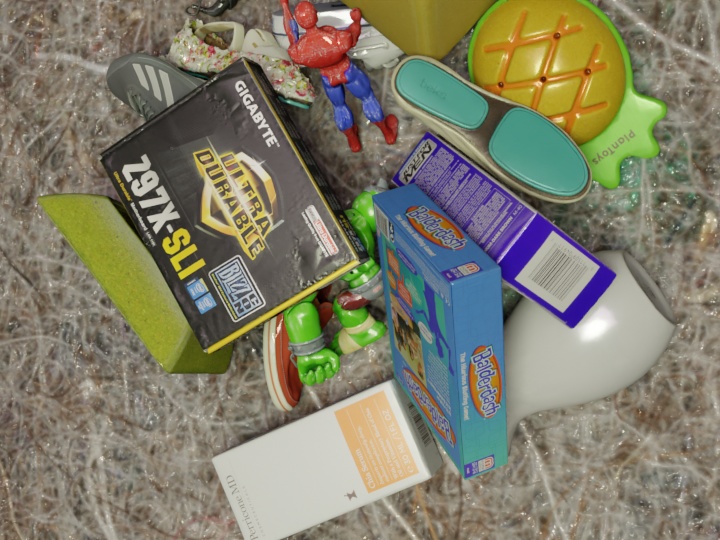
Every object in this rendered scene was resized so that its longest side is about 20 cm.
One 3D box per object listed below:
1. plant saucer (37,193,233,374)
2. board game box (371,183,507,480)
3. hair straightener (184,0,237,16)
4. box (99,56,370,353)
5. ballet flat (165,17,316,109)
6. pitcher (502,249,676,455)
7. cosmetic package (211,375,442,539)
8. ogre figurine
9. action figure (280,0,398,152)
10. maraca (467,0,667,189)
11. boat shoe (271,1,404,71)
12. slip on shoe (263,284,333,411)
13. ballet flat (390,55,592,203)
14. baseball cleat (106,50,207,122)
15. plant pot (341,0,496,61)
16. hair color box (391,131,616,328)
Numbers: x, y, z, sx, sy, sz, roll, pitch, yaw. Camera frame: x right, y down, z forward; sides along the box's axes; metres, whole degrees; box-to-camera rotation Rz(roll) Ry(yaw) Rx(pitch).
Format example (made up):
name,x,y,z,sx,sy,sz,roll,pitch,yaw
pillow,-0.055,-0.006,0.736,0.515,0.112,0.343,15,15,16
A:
name,x,y,z,sx,sy,sz,roll,pitch,yaw
plant saucer,-0.197,0.007,0.898,0.048,0.200,0.200,-39,81,1
board game box,0.066,0.049,0.777,0.045,0.152,0.201,-17,125,-15
hair straightener,-0.108,-0.328,0.934,0.200,0.077,0.041,-39,77,12
box,-0.109,-0.054,0.801,0.159,0.049,0.201,-30,85,14
ballet flat,-0.119,-0.209,0.912,0.200,0.076,0.064,22,101,35
pitcher,0.166,0.050,0.851,0.200,0.121,0.172,-37,70,23
cosmetic package,-0.032,0.187,0.917,0.199,0.071,0.102,-26,84,13
ogre figurine,0.000,0.000,0.864,0.200,0.098,0.120,-32,112,3
action figure,-0.021,-0.200,0.860,0.065,0.200,0.099,-12,67,13
maraca,0.185,-0.164,0.846,0.200,0.107,0.137,48,119,-3
boat shoe,0.014,-0.230,0.914,0.199,0.074,0.066,0,116,11
slip on shoe,-0.056,0.042,0.926,0.061,0.074,0.201,9,87,11
ballet flat,0.114,-0.121,0.821,0.200,0.069,0.070,37,99,9
baseball cleat,-0.190,-0.151,0.891,0.199,0.070,0.107,18,56,31
plant pot,0.047,-0.333,0.782,0.195,0.200,0.194,42,86,13
hair color box,0.117,-0.040,0.805,0.109,0.200,0.065,32,102,-32
